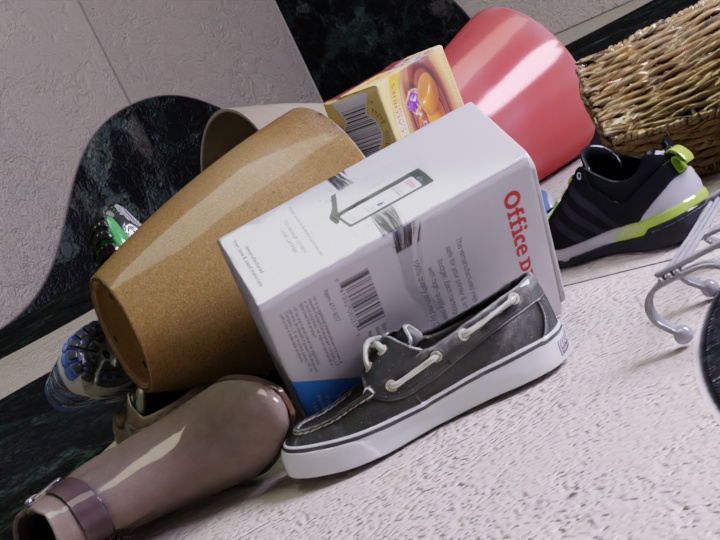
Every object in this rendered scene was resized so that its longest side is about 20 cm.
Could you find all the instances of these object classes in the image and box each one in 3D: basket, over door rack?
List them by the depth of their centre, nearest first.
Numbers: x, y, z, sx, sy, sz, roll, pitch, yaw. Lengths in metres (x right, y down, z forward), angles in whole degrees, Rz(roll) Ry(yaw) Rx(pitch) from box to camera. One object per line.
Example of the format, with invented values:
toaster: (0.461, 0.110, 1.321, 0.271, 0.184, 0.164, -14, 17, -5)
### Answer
over door rack: (0.259, -0.045, 0.705, 0.200, 0.067, 0.148, -46, -3, 35)
basket: (0.309, -0.133, 1.091, 0.198, 0.150, 0.144, -25, 43, 10)

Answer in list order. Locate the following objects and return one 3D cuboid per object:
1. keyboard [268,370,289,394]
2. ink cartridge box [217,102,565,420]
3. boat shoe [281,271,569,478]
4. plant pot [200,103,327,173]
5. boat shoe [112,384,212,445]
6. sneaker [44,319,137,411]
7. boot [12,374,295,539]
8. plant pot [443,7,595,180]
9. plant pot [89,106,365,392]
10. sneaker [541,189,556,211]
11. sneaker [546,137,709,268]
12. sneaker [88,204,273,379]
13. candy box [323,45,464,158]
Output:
keyboard: (-0.089, 0.095, 1.103, 0.198, 0.040, 0.105, -21, 35, 27)
ink cartridge box: (0.025, 0.004, 0.843, 0.198, 0.147, 0.085, -28, 43, -9)
boat shoe: (0.032, 0.065, 0.797, 0.198, 0.064, 0.071, -27, 10, 4)
plant pot: (-0.030, -0.090, 1.256, 0.198, 0.190, 0.187, -19, 5, -29)
boat shoe: (-0.158, 0.113, 1.027, 0.072, 0.065, 0.199, -43, 18, -27)
sneaker: (-0.198, 0.069, 1.094, 0.085, 0.078, 0.199, -40, -13, 35)
boot: (-0.144, 0.140, 0.834, 0.145, 0.071, 0.200, -25, -7, -38)
plant pot: (0.128, -0.154, 1.370, 0.177, 0.202, 0.200, -41, 15, -22)
plant pot: (-0.093, 0.005, 0.938, 0.198, 0.189, 0.186, -29, 10, -24)
sneaker: (0.089, -0.026, 1.083, 0.198, 0.078, 0.076, -29, 8, -21)
sneaker: (0.188, -0.059, 0.967, 0.071, 0.084, 0.199, -32, 11, -34)
sneaker: (-0.145, 0.020, 1.039, 0.085, 0.200, 0.078, -50, 16, -25)
candy box: (0.054, -0.058, 0.973, 0.056, 0.202, 0.116, -15, 14, 35)
